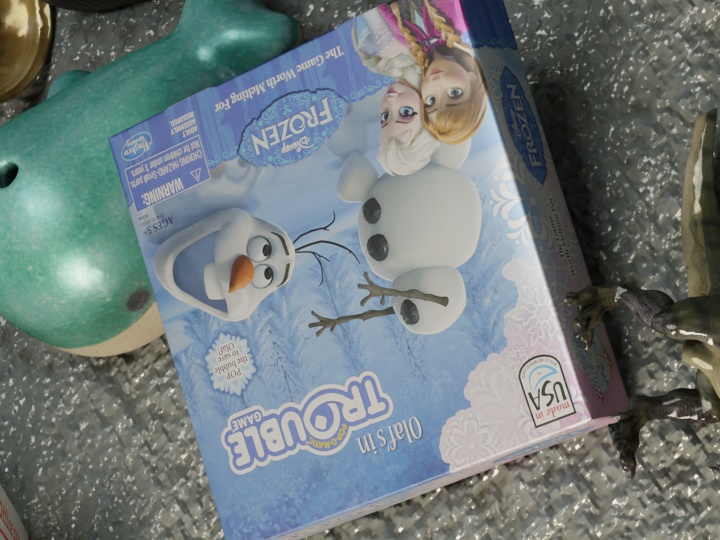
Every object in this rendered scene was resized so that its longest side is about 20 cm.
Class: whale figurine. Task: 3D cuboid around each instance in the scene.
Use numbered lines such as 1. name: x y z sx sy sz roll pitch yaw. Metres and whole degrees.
1. whale figurine: -0.114 -0.058 1.425 0.200 0.104 0.159 -53 47 10

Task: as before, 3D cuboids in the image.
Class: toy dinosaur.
1. toy dinosaur: 0.135 0.031 1.209 0.088 0.048 0.201 -20 56 5

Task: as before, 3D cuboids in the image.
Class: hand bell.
1. hand bell: -0.263 -0.115 1.607 0.199 0.104 0.105 -18 61 48

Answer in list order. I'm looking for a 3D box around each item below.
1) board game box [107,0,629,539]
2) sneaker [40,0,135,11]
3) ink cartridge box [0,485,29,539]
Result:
1. board game box: 0.000 0.000 1.301 0.199 0.043 0.200 -23 80 32
2. sneaker: -0.092 -0.201 1.484 0.199 0.075 0.107 -8 70 40
3. ink cartridge box: -0.198 0.163 1.390 0.067 0.117 0.201 1 70 3
